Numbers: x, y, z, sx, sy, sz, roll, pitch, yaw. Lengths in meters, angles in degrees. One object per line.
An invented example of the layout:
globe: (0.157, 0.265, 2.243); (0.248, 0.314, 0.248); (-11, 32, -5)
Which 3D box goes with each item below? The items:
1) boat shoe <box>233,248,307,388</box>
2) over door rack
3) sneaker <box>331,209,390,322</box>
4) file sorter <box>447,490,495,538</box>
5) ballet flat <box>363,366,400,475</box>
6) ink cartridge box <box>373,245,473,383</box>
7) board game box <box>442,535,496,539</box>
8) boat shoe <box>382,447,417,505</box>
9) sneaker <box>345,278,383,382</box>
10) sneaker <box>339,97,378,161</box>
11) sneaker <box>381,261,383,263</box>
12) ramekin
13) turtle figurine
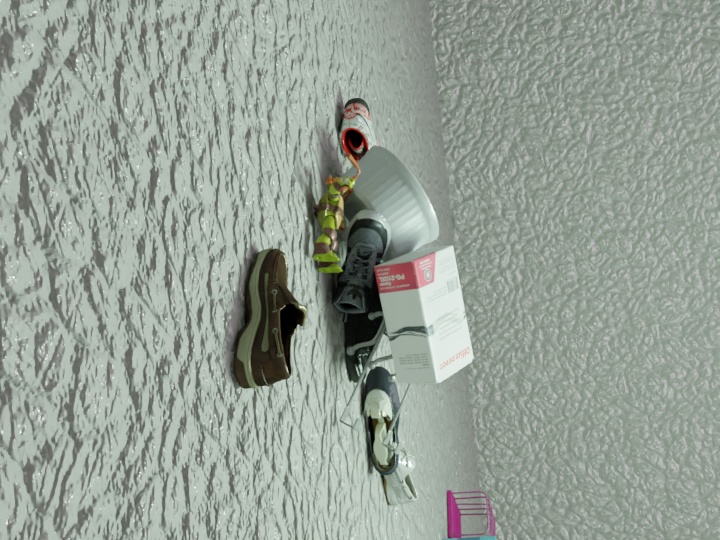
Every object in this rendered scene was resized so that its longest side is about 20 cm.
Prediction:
boat shoe: (-0.099, 0.055, 1.049); (0.075, 0.073, 0.205); (70, 19, -48)
over door rack: (0.032, 0.190, 1.470); (0.147, 0.066, 0.203); (37, 64, -46)
sneaker: (0.000, 0.000, 1.431); (0.202, 0.074, 0.115); (106, -3, -48)
file sorter: (0.337, 0.763, 2.588); (0.201, 0.123, 0.141); (67, 21, -52)
ballet flat: (0.040, 0.282, 1.596); (0.073, 0.072, 0.204); (-15, 100, -77)
ink cartridge box: (0.109, 0.073, 1.440); (0.144, 0.083, 0.204); (-20, 100, -55)
board game box: (0.320, 0.807, 2.429); (0.201, 0.148, 0.048); (68, 19, -52)
boat shoe: (0.075, 0.379, 1.700); (0.071, 0.068, 0.203); (-75, 155, -55)
sneaker: (0.027, 0.095, 1.535); (0.060, 0.102, 0.204); (42, 43, -72)
sneaker: (0.007, -0.226, 1.694); (0.109, 0.066, 0.203); (-80, 157, -48)
sneaker: (0.063, -0.036, 1.845); (0.088, 0.073, 0.204); (-73, 154, -72)
ramekin: (0.041, -0.111, 1.531); (0.201, 0.097, 0.201); (50, -14, 18)
turtle figurine: (-0.045, -0.089, 1.371); (0.200, 0.063, 0.164); (112, -13, -68)
